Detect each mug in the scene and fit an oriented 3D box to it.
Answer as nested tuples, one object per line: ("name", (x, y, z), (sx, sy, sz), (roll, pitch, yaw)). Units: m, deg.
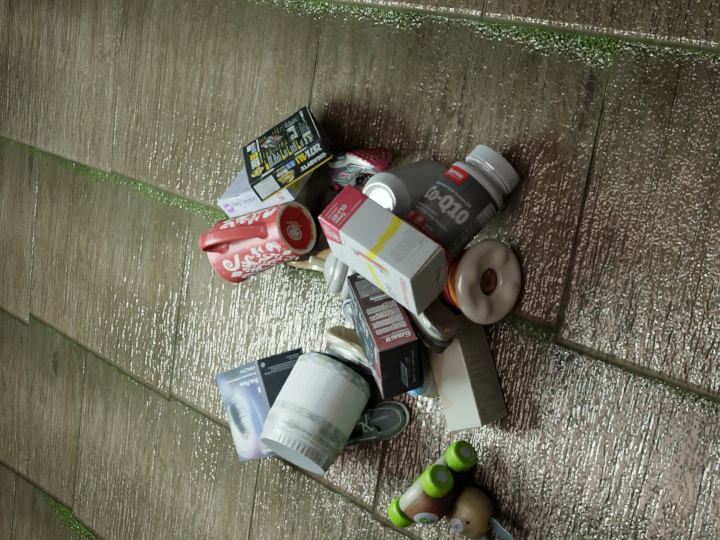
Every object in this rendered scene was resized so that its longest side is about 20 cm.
("mug", (-0.206, -0.052, 1.808), (0.199, 0.177, 0.134), (-16, 104, 39))
("mug", (0.069, -0.109, 1.654), (0.150, 0.153, 0.187), (49, 124, 22))

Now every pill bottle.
("pill bottle", (0.168, -0.111, 1.546), (0.200, 0.114, 0.114), (-47, 62, -5))

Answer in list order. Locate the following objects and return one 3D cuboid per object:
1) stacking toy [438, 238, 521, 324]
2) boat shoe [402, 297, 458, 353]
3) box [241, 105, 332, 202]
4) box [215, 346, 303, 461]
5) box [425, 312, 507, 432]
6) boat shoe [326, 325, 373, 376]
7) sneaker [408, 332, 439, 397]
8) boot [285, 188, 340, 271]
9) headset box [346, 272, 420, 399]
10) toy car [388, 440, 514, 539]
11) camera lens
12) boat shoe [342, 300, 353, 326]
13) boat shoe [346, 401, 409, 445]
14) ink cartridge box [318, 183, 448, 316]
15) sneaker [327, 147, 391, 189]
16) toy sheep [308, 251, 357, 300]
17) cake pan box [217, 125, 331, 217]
("stacking toy", (0.174, 0.011, 1.623), (0.200, 0.146, 0.147), (10, 103, 55))
("boat shoe", (0.100, 0.067, 1.592), (0.200, 0.074, 0.074), (-118, 35, -45))
("box", (-0.144, -0.227, 1.739), (0.159, 0.049, 0.200), (-34, 29, 6))
("box", (-0.191, 0.285, 1.917), (0.200, 0.123, 0.199), (-25, 81, 53))
("box", (0.187, 0.180, 1.637), (0.078, 0.095, 0.201), (-18, 83, 40))
("boat shoe", (0.009, 0.176, 1.801), (0.199, 0.072, 0.065), (27, 124, 31))
("sneaker", (0.123, 0.138, 1.698), (0.076, 0.081, 0.201), (-18, 64, 48))
("boot", (-0.080, -0.082, 1.851), (0.199, 0.072, 0.167), (12, 92, 39))
("headset box", (0.044, 0.117, 1.616), (0.149, 0.077, 0.200), (82, 167, -48))
("toy car", (0.181, 0.444, 1.654), (0.200, 0.158, 0.164), (46, 135, 11))
("camera lens", (-0.085, 0.271, 1.764), (0.159, 0.160, 0.201), (12, 63, 37))
("boat shoe", (0.028, 0.115, 1.773), (0.200, 0.068, 0.072), (38, 118, 30))
("boat shoe", (0.012, 0.313, 1.818), (0.200, 0.062, 0.073), (-23, 82, 39))
("ink cartridge box", (0.040, -0.032, 1.509), (0.200, 0.145, 0.083), (35, 74, 23))
("sneaker", (0.001, -0.194, 1.735), (0.200, 0.080, 0.075), (11, 112, 64))
("toy sheep", (0.000, 0.000, 1.733), (0.199, 0.138, 0.139), (15, 109, -1))
("cake pan box", (-0.175, -0.197, 1.830), (0.199, 0.185, 0.052), (-12, 124, 38))
